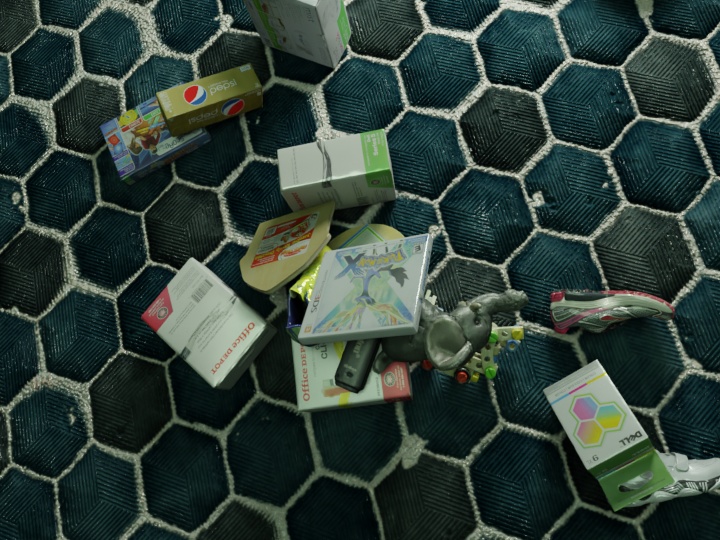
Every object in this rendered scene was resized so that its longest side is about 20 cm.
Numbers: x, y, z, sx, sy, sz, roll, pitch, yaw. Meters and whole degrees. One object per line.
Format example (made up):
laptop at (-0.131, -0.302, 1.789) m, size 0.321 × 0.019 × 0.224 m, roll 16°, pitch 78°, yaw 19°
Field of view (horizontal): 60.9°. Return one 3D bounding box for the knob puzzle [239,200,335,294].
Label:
knob puzzle at (-0.133, -0.029, 1.096) m, size 0.217 × 0.031 × 0.221 m, roll -22°, pitch 38°, yaw 18°

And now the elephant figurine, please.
elephant figurine at (0.138, 0.097, 0.957) m, size 0.198 × 0.157 × 0.142 m, roll 19°, pitch 39°, yaw 22°

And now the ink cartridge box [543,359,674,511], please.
ink cartridge box at (0.383, 0.254, 0.958) m, size 0.103 × 0.059 × 0.201 m, roll -33°, pitch 47°, yaw 14°

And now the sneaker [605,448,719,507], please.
sneaker at (0.479, 0.300, 0.977) m, size 0.197 × 0.075 × 0.117 m, roll -16°, pitch 78°, yaw 7°

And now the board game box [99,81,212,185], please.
board game box at (-0.421, -0.282, 1.260) m, size 0.198 × 0.034 × 0.137 m, roll -27°, pitch 75°, yaw 1°

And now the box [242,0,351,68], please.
box at (-0.125, -0.507, 1.189) m, size 0.174 × 0.200 × 0.098 m, roll 22°, pitch 80°, yaw 13°

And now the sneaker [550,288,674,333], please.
sneaker at (0.426, 0.071, 1.045) m, size 0.197 × 0.081 × 0.076 m, roll 1°, pitch 91°, yaw 16°

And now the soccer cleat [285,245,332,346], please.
soccer cleat at (-0.085, 0.030, 1.045) m, size 0.064 × 0.084 × 0.203 m, roll -18°, pitch 51°, yaw 33°

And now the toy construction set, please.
toy construction set at (0.170, 0.118, 1.055) m, size 0.198 × 0.092 × 0.133 m, roll 25°, pitch 105°, yaw 20°

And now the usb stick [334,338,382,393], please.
usb stick at (0.012, 0.101, 1.016) m, size 0.055 × 0.033 × 0.202 m, roll 20°, pitch 85°, yaw 9°

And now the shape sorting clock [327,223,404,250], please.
shape sorting clock at (0.000, 0.000, 1.106) m, size 0.197 × 0.039 × 0.202 m, roll -16°, pitch 48°, yaw 18°

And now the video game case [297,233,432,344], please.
video game case at (0.009, 0.029, 0.962) m, size 0.197 × 0.022 × 0.184 m, roll -9°, pitch 46°, yaw 27°

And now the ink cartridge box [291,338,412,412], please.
ink cartridge box at (-0.015, 0.164, 1.073) m, size 0.197 × 0.083 × 0.147 m, roll -9°, pitch 75°, yaw 6°

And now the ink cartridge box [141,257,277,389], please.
ink cartridge box at (-0.275, 0.099, 1.123) m, size 0.199 × 0.084 × 0.145 m, roll 38°, pitch 84°, yaw 15°

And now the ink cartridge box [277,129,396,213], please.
ink cartridge box at (-0.040, -0.174, 1.125) m, size 0.197 × 0.146 × 0.085 m, roll -9°, pitch 75°, yaw 5°

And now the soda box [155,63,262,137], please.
soda box at (-0.296, -0.337, 1.214) m, size 0.198 × 0.068 × 0.065 m, roll -23°, pitch 75°, yaw -15°
